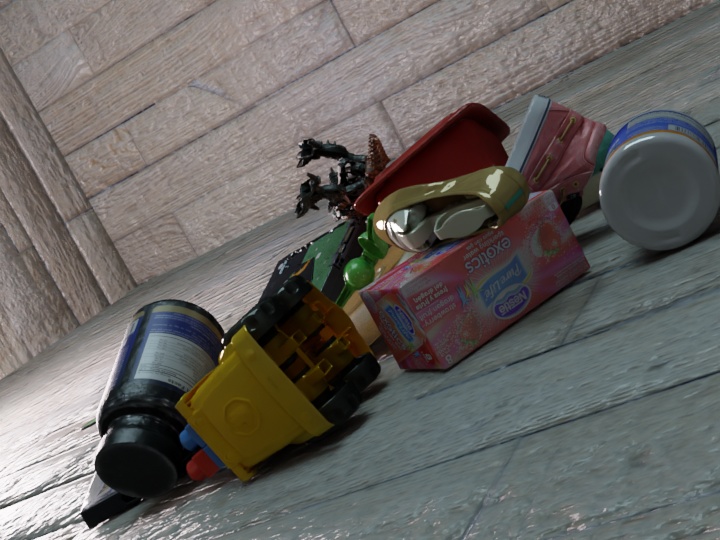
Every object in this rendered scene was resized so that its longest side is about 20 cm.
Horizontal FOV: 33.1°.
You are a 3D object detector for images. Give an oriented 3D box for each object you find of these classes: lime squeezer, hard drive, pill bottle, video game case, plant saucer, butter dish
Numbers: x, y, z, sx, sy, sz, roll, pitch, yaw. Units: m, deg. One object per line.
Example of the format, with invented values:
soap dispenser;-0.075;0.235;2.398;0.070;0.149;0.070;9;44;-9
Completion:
lime squeezer;0.000;0.000;1.345;0.071;0.038;0.200;-66;2;-49
hard drive;-0.071;0.018;1.603;0.200;0.038;0.140;-30;30;50
pill bottle;0.296;-0.098;1.196;0.112;0.112;0.200;-26;9;20
video game case;-0.223;0.208;1.370;0.181;0.026;0.200;-29;8;-3
plant saucer;0.025;0.022;1.402;0.200;0.035;0.200;-49;8;9
butter dish;0.124;-0.089;1.502;0.200;0.148;0.199;-41;-16;13
pill bottle;-0.211;0.133;1.267;0.112;0.112;0.200;-25;33;26

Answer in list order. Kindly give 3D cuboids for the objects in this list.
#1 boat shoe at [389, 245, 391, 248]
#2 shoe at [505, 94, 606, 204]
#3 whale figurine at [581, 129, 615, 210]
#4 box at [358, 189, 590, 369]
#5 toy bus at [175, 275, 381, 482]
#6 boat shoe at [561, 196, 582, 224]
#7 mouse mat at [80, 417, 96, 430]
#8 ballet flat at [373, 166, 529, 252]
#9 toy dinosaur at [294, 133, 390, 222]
boat shoe;0.025;0.002;1.629;0.071;0.070;0.200;-29;30;50
shoe;0.195;-0.085;1.322;0.071;0.091;0.200;58;-126;-87
whale figurine;0.256;-0.131;1.552;0.159;0.104;0.200;-31;9;-15
box;0.115;0.009;1.210;0.200;0.095;0.103;-33;9;-23
toy bus;-0.095;0.121;1.195;0.192;0.136;0.200;-43;1;22
boat shoe;0.166;-0.034;1.389;0.201;0.074;0.063;-30;13;16
mouse mat;-0.258;0.143;1.576;0.200;0.008;0.161;-28;4;23
ballet flat;0.073;-0.052;1.174;0.200;0.069;0.063;-21;26;46
toy dinosaur;-0.011;-0.122;1.549;0.135;0.200;0.102;6;44;-13
